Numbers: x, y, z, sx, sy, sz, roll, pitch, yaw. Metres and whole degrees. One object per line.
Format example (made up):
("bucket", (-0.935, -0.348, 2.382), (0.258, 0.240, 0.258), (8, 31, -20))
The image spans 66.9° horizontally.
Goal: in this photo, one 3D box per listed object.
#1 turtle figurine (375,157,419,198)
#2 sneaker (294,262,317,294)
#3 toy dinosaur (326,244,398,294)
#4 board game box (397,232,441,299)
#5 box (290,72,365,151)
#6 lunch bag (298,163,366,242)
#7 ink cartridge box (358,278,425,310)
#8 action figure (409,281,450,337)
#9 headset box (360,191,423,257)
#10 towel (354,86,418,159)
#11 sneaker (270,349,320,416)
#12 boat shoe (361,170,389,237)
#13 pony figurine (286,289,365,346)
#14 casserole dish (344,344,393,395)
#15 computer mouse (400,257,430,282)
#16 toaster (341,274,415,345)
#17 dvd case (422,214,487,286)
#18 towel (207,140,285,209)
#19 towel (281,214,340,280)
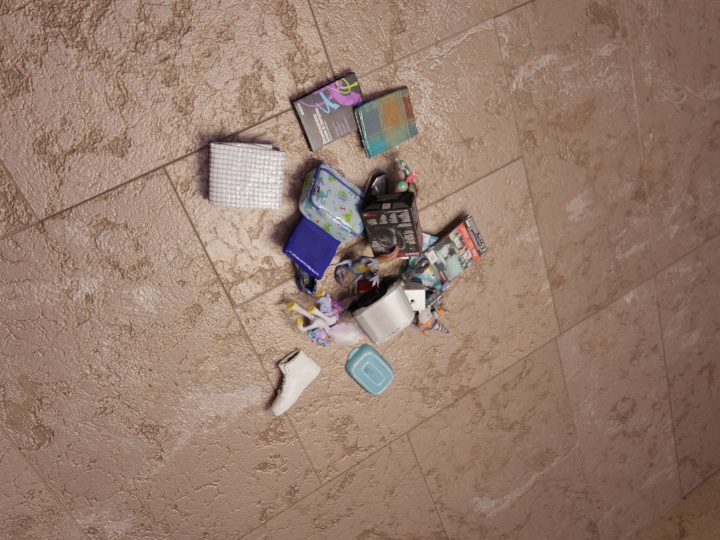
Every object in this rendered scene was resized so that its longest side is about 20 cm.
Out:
("turtle figurine", (0.119, -0.226, 1.572), (0.151, 0.100, 0.200), (-57, 157, -4))
("sneaker", (-0.156, -0.021, 1.573), (0.074, 0.078, 0.204), (-19, 113, -17))
("toy dinosaur", (0.000, 0.000, 1.595), (0.197, 0.181, 0.107), (-26, 109, -22))
("board game box", (0.209, -0.014, 1.751), (0.148, 0.047, 0.204), (13, 100, -26))
("box", (-0.078, -0.436, 1.504), (0.198, 0.036, 0.145), (-30, 115, -12))
("lunch bag", (-0.072, -0.191, 1.523), (0.199, 0.082, 0.163), (35, 52, -29))
("ink cartridge box", (0.093, 0.073, 1.656), (0.195, 0.116, 0.069), (-1, 107, 1))
("action figure", (0.235, 0.139, 1.723), (0.200, 0.105, 0.193), (-44, 155, 13))
("headset box", (0.096, -0.118, 1.557), (0.146, 0.078, 0.202), (-3, 136, 17))
("towel", (0.078, -0.424, 1.559), (0.198, 0.022, 0.149), (-30, 117, -27))
("sneaker", (-0.226, 0.334, 1.661), (0.201, 0.073, 0.116), (-49, 117, -14))
("boat shoe", (0.040, -0.192, 1.615), (0.073, 0.060, 0.204), (14, 100, -26))
("pony figurine", (-0.096, 0.143, 1.614), (0.190, 0.169, 0.201), (-23, 137, 13))
("casserole dish", (0.036, 0.332, 1.788), (0.121, 0.039, 0.200), (-45, 117, -5))
("computer mouse", (0.135, -0.075, 1.659), (0.108, 0.044, 0.203), (-24, 88, -17))
("toaster", (0.058, 0.119, 1.547), (0.198, 0.114, 0.130), (-35, 106, 1))
("dvd case", (0.304, -0.061, 1.741), (0.199, 0.022, 0.147), (-41, 119, -10))
("towel", (-0.302, -0.253, 1.439), (0.196, 0.085, 0.169), (0, 104, -22))
("towel", (-0.128, -0.091, 1.540), (0.147, 0.049, 0.202), (40, 60, -24))
